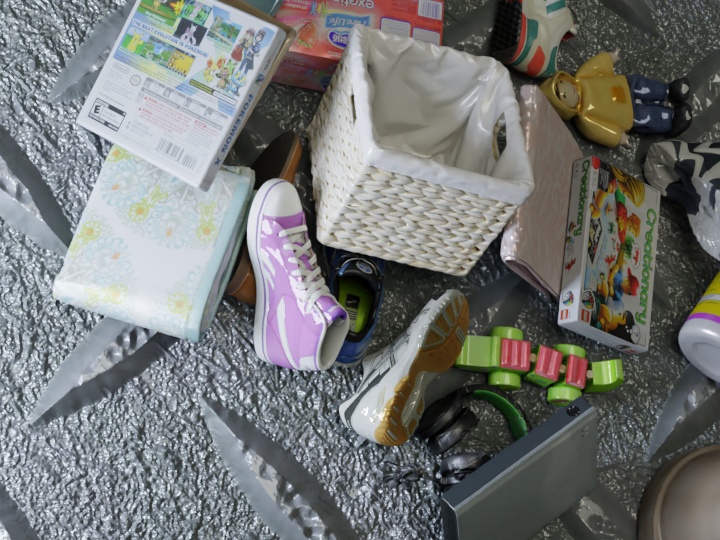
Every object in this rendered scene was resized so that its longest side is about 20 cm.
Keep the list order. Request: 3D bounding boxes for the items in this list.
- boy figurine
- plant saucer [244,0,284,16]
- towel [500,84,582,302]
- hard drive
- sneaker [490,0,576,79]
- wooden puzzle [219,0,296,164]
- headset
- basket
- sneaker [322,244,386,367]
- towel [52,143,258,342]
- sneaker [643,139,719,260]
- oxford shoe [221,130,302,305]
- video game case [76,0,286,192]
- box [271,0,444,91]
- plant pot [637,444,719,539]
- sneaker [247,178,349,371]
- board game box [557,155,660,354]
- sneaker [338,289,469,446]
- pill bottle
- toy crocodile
[{"bbox_3d":[0.299,-0.211,1.724,0.197,0.064,0.126,6,76,-18],"label":"boy figurine"},{"bbox_3d":[-0.119,-0.336,1.583,0.038,0.200,0.204,16,69,-39],"label":"plant saucer"},{"bbox_3d":[0.206,-0.080,1.611,0.032,0.191,0.203,-1,71,25],"label":"towel"},{"bbox_3d":[0.172,0.238,1.529,0.199,0.141,0.033,-32,48,-22],"label":"hard drive"},{"bbox_3d":[0.222,-0.325,1.740,0.093,0.070,0.202,24,67,-27],"label":"sneaker"},{"bbox_3d":[-0.175,-0.209,1.524,0.199,0.037,0.186,33,93,33],"label":"wooden puzzle"},{"bbox_3d":[0.110,0.193,1.540,0.198,0.094,0.125,-17,80,-31],"label":"headset"},{"bbox_3d":[0.060,-0.126,1.540,0.197,0.162,0.200,11,47,-21],"label":"basket"},{"bbox_3d":[0.000,0.000,1.563,0.077,0.089,0.203,8,68,-14],"label":"sneaker"},{"bbox_3d":[-0.213,-0.036,1.514,0.169,0.048,0.202,15,68,11],"label":"towel"},{"bbox_3d":[0.443,-0.090,1.699,0.128,0.080,0.199,-13,41,-27],"label":"sneaker"},{"bbox_3d":[-0.101,-0.057,1.572,0.071,0.071,0.202,30,71,-34],"label":"oxford shoe"},{"bbox_3d":[-0.191,-0.201,1.497,0.199,0.022,0.184,28,91,33],"label":"video game case"},{"bbox_3d":[-0.012,-0.262,1.630,0.197,0.095,0.104,8,72,-13],"label":"box"},{"bbox_3d":[0.432,0.283,1.567,0.197,0.173,0.203,4,74,-16],"label":"plant pot"},{"bbox_3d":[-0.056,0.007,1.499,0.072,0.113,0.204,-18,110,-44],"label":"sneaker"},{"bbox_3d":[0.291,-0.017,1.659,0.125,0.034,0.203,21,69,-36],"label":"board game box"},{"bbox_3d":[0.044,0.095,1.553,0.201,0.087,0.076,-55,132,-28],"label":"sneaker"},{"bbox_3d":[0.466,0.031,1.682,0.104,0.104,0.201,39,68,-2],"label":"pill bottle"},{"bbox_3d":[0.201,0.106,1.608,0.197,0.062,0.068,14,71,-11],"label":"toy crocodile"}]
